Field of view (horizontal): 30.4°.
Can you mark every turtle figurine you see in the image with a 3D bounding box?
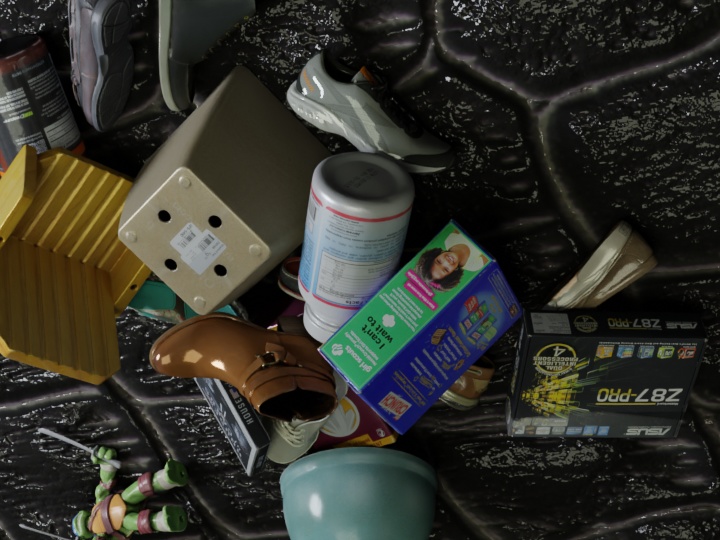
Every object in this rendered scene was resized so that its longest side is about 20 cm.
[{"bbox_3d":[-0.343,0.314,1.799,0.193,0.144,0.201,-16,116,23],"label":"turtle figurine"}]

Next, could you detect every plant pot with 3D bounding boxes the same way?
[{"bbox_3d":[-0.001,0.322,1.635,0.199,0.135,0.201,-1,147,-1],"label":"plant pot"},{"bbox_3d":[-0.155,-0.071,1.489,0.200,0.177,0.200,45,123,-8],"label":"plant pot"}]

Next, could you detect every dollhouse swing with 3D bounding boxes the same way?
[{"bbox_3d":[-0.323,-0.004,1.517,0.200,0.176,0.182,24,114,-39],"label":"dollhouse swing"}]

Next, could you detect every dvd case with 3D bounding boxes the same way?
[{"bbox_3d":[-0.159,0.167,1.617,0.151,0.025,0.200,59,164,12],"label":"dvd case"}]

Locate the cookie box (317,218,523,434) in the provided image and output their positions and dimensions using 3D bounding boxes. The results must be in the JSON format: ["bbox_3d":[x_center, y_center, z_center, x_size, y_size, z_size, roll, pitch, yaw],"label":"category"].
[{"bbox_3d":[0.070,0.066,1.440,0.200,0.171,0.075,-45,62,-3],"label":"cookie box"}]

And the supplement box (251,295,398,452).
[{"bbox_3d":[-0.038,0.124,1.613,0.110,0.086,0.200,-23,109,29],"label":"supplement box"}]

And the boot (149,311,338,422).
[{"bbox_3d":[-0.126,0.117,1.454,0.199,0.155,0.077,-1,120,-15],"label":"boot"}]

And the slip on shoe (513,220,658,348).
[{"bbox_3d":[0.248,0.032,1.469,0.061,0.076,0.200,40,116,2],"label":"slip on shoe"}]

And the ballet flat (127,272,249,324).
[{"bbox_3d":[-0.202,0.036,1.615,0.199,0.064,0.076,18,110,29],"label":"ballet flat"}]

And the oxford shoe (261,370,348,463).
[{"bbox_3d":[-0.077,0.175,1.566,0.075,0.058,0.200,36,136,-2],"label":"oxford shoe"}]

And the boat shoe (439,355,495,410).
[{"bbox_3d":[0.071,0.083,1.566,0.200,0.076,0.074,32,117,-8],"label":"boat shoe"}]

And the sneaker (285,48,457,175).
[{"bbox_3d":[0.017,-0.169,1.436,0.200,0.074,0.080,29,119,2],"label":"sneaker"}]

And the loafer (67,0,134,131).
[{"bbox_3d":[-0.298,-0.244,1.495,0.063,0.072,0.200,32,143,13],"label":"loafer"}]

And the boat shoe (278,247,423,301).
[{"bbox_3d":[0.000,0.000,1.535,0.199,0.071,0.063,4,131,12],"label":"boat shoe"}]

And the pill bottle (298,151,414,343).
[{"bbox_3d":[-0.009,-0.019,1.425,0.108,0.109,0.201,18,128,9],"label":"pill bottle"}]

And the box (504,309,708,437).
[{"bbox_3d":[0.268,0.116,1.473,0.199,0.049,0.162,2,133,-5],"label":"box"}]

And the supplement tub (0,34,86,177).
[{"bbox_3d":[-0.389,-0.167,1.559,0.106,0.107,0.201,-5,117,22],"label":"supplement tub"}]

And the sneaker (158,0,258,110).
[{"bbox_3d":[-0.166,-0.256,1.450,0.106,0.075,0.201,1,135,-5],"label":"sneaker"}]
